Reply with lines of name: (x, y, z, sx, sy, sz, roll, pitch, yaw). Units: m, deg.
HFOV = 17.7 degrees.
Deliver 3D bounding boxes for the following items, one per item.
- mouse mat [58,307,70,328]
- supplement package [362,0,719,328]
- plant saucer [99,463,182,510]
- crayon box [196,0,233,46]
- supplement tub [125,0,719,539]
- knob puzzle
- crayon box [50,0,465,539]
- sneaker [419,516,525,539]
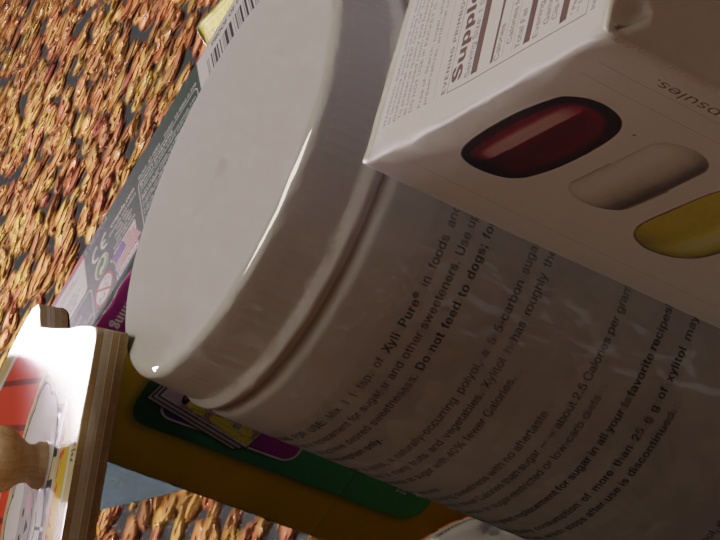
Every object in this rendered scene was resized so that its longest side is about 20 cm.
mouse mat: (-0.136, 0.130, 0.807, 0.161, 0.008, 0.200, -51, 30, 44)
supplement package: (0.127, -0.067, 0.554, 0.111, 0.200, 0.156, -24, 46, 62)
plant saucer: (-0.100, 0.066, 0.990, 0.201, 0.201, 0.039, -34, 66, 56)
crayon box: (0.021, -0.101, 0.970, 0.051, 0.127, 0.200, -26, -6, -36)
supplement tub: (0.048, 0.008, 0.671, 0.132, 0.200, 0.132, -51, 26, 36)
knob puzzle: (-0.124, 0.107, 0.725, 0.220, 0.030, 0.220, -169, 90, -72)
crayon box: (0.000, 0.000, 0.838, 0.200, 0.172, 0.058, -56, 26, 26)
sneaker: (0.001, 0.135, 0.708, 0.092, 0.200, 0.076, 22, 132, 62)
